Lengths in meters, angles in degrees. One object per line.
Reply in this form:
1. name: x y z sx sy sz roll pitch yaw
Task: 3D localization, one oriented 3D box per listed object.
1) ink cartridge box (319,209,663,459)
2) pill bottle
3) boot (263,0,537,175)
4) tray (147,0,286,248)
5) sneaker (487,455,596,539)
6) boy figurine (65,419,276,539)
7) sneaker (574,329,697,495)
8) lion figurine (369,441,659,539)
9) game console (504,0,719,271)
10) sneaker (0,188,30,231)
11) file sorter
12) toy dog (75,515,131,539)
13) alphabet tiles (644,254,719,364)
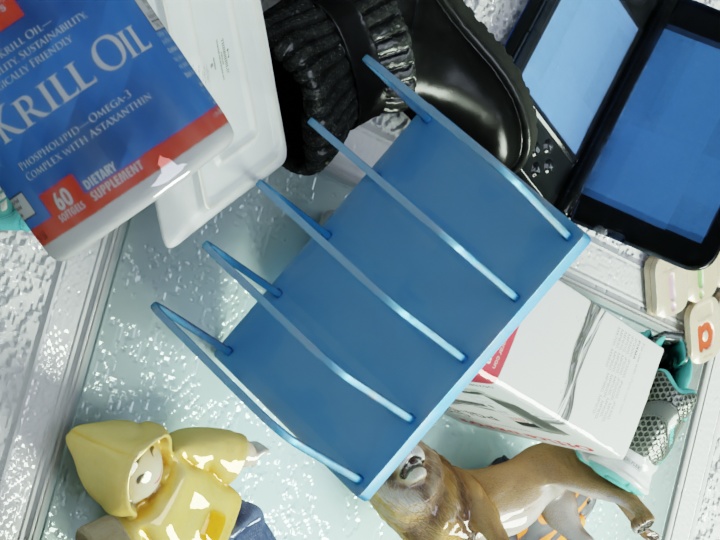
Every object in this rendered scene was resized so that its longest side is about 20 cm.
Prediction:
1. ink cartridge box: 0.074 0.043 1.458 0.200 0.146 0.083 31 75 -45
2. pill bottle: -0.160 -0.115 1.116 0.112 0.112 0.200 -40 97 -37
3. boot: 0.014 -0.103 1.416 0.211 0.079 0.158 54 50 -25
4. tray: -0.082 -0.118 1.250 0.107 0.022 0.201 -39 133 -37
5. sneaker: 0.134 0.208 1.602 0.112 0.077 0.200 -52 130 -28
6. boy figurine: -0.098 0.143 1.347 0.124 0.064 0.200 -54 134 -20
7. sneaker: 0.191 0.075 1.570 0.077 0.200 0.091 31 108 -14
8. lion figurine: 0.096 0.149 1.511 0.199 0.123 0.073 -4 137 -38
9. game console: 0.196 -0.130 1.587 0.171 0.118 0.200 48 61 -41
10. sneaker: -0.165 -0.115 1.207 0.078 0.079 0.201 85 26 -85
11. file sorter: 0.000 0.000 1.306 0.200 0.139 0.123 -50 149 2
12. toy dog: -0.149 0.231 1.267 0.132 0.096 0.200 -35 121 -9
13. alphabet tiles: 0.279 -0.036 1.769 0.200 0.015 0.196 -22 111 -44
